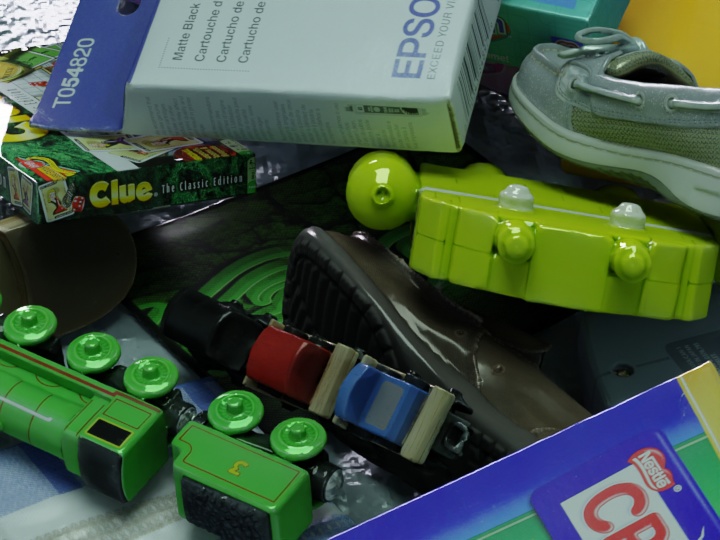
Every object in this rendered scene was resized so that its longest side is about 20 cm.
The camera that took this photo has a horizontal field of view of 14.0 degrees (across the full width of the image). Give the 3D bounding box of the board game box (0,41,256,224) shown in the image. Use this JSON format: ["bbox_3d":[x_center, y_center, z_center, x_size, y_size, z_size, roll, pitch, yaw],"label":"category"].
[{"bbox_3d":[-0.137,-0.065,1.327,0.104,0.024,0.200,-12,24,-27],"label":"board game box"}]

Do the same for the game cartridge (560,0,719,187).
[{"bbox_3d":[0.192,-0.087,1.383,0.176,0.033,0.200,11,34,6],"label":"game cartridge"}]

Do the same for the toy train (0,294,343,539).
[{"bbox_3d":[-0.099,0.059,1.164,0.199,0.042,0.056,21,48,26],"label":"toy train"}]

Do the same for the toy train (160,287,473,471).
[{"bbox_3d":[-0.022,0.039,1.160,0.200,0.046,0.034,20,81,54],"label":"toy train"}]

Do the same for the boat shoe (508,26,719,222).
[{"bbox_3d":[0.133,-0.066,1.222,0.074,0.065,0.202,7,13,-29],"label":"boat shoe"}]

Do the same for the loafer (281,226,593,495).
[{"bbox_3d":[0.040,0.051,1.190,0.071,0.073,0.200,-15,46,-36],"label":"loafer"}]

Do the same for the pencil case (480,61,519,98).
[{"bbox_3d":[0.013,-0.145,1.433,0.199,0.088,0.087,19,40,23],"label":"pencil case"}]

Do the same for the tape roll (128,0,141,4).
[{"bbox_3d":[-0.099,-0.235,1.456,0.065,0.201,0.200,23,42,28],"label":"tape roll"}]

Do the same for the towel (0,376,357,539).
[{"bbox_3d":[-0.068,0.115,1.134,0.146,0.024,0.200,-19,41,-26],"label":"towel"}]

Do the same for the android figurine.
[{"bbox_3d":[0.082,-0.016,1.215,0.181,0.041,0.200,10,7,1],"label":"android figurine"}]

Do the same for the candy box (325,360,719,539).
[{"bbox_3d":[0.067,0.149,0.980,0.199,0.077,0.169,-24,48,-1],"label":"candy box"}]

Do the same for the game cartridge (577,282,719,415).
[{"bbox_3d":[0.172,0.075,1.182,0.133,0.041,0.200,-10,37,-20],"label":"game cartridge"}]

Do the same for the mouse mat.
[{"bbox_3d":[0.000,0.000,1.305,0.200,0.008,0.161,-24,43,-28],"label":"mouse mat"}]

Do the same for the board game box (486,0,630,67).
[{"bbox_3d":[0.071,-0.186,1.377,0.152,0.045,0.200,13,55,19],"label":"board game box"}]

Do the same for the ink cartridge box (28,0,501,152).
[{"bbox_3d":[-0.033,-0.140,1.302,0.199,0.041,0.200,3,51,16],"label":"ink cartridge box"}]

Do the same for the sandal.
[{"bbox_3d":[-0.203,0.012,1.248,0.211,0.078,0.070,-15,19,-29],"label":"sandal"}]
